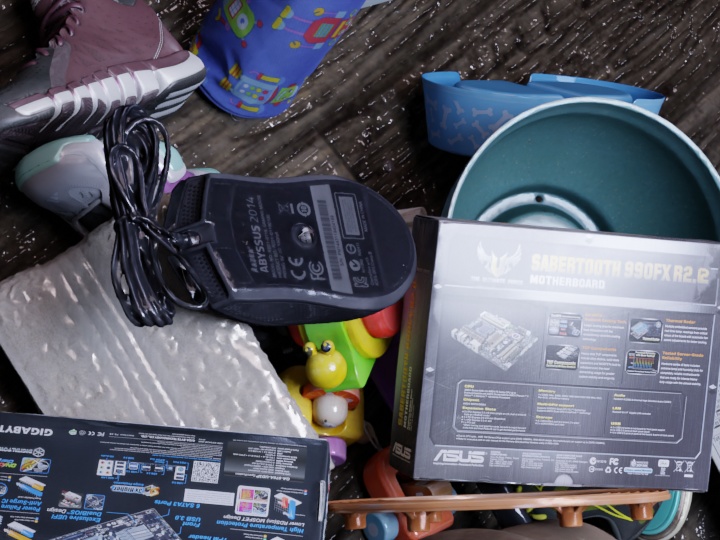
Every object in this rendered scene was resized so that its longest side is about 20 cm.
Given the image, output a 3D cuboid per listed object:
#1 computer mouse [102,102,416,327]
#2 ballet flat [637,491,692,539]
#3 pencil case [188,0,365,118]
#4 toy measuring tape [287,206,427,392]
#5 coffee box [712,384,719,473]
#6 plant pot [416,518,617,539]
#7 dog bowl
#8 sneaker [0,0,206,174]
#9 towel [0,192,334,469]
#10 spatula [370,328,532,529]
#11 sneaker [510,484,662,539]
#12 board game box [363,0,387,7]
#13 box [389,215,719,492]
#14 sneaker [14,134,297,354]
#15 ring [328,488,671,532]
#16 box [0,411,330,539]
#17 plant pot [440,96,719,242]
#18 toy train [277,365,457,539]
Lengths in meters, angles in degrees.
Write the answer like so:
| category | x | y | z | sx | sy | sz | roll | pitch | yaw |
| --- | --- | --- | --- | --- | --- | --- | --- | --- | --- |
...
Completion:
| category | x | y | z | sx | sy | sz | roll | pitch | yaw |
| --- | --- | --- | --- | --- | --- | --- | --- | --- | --- |
| computer mouse | -0.062 | -0.016 | 1.144 | 0.200 | 0.053 | 0.139 | 8 | 60 | -30 |
| ballet flat | 0.202 | 0.099 | 1.409 | 0.069 | 0.069 | 0.200 | 6 | 62 | -35 |
| pencil case | -0.042 | -0.186 | 1.280 | 0.078 | 0.200 | 0.087 | -16 | 66 | -41 |
| toy measuring tape | 0.000 | 0.000 | 1.251 | 0.074 | 0.074 | 0.200 | 40 | 39 | -13 |
| coffee box | 0.385 | 0.107 | 1.422 | 0.200 | 0.200 | 0.198 | -16 | 77 | -57 |
| plant pot | 0.097 | 0.228 | 1.187 | 0.200 | 0.200 | 0.175 | 56 | 29 | 1 |
| dog bowl | 0.131 | -0.110 | 1.436 | 0.200 | 0.111 | 0.050 | -4 | 106 | -39 |
| sneaker | -0.194 | -0.133 | 1.227 | 0.116 | 0.076 | 0.200 | 56 | 36 | 8 |
| towel | -0.117 | 0.068 | 1.147 | 0.132 | 0.034 | 0.200 | -31 | 90 | -10 |
| spatula | 0.070 | 0.117 | 1.273 | 0.200 | 0.056 | 0.021 | 56 | 19 | -12 |
| sneaker | 0.118 | 0.127 | 1.317 | 0.200 | 0.074 | 0.085 | 18 | 93 | -10 |
| board game box | -0.052 | -0.280 | 1.414 | 0.147 | 0.064 | 0.200 | -22 | 80 | -43 |
| box | 0.124 | 0.052 | 1.225 | 0.200 | 0.048 | 0.159 | 4 | 93 | -18 |
| sneaker | -0.115 | 0.002 | 1.201 | 0.200 | 0.078 | 0.140 | 14 | 58 | -31 |
| ring | 0.078 | 0.138 | 1.141 | 0.200 | 0.200 | 0.019 | 1 | 83 | -37 |
| box | -0.119 | 0.154 | 1.052 | 0.200 | 0.046 | 0.159 | 5 | 45 | -1 |
| plant pot | 0.136 | -0.006 | 1.337 | 0.200 | 0.134 | 0.201 | 1 | 84 | -13 |
| toy train | -0.021 | 0.126 | 1.223 | 0.200 | 0.056 | 0.150 | -12 | 74 | -41 |
